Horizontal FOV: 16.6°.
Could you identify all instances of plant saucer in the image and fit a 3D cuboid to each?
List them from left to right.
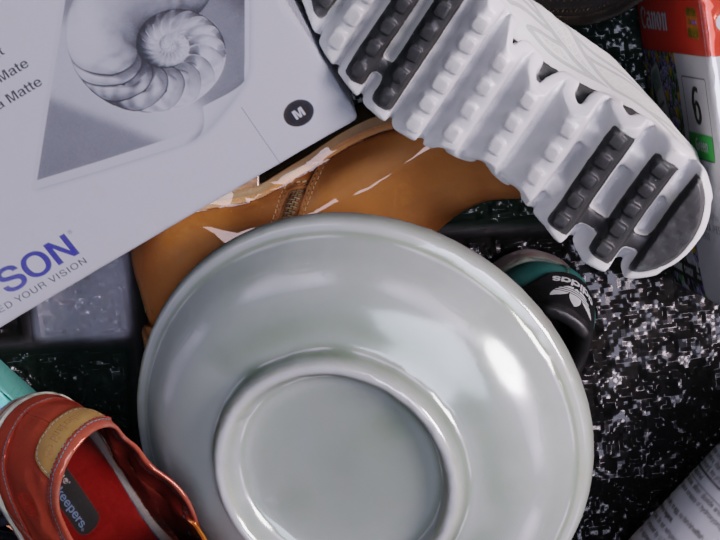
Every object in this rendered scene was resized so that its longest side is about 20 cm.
[{"bbox_3d":[-0.004,0.076,1.027,0.199,0.050,0.201,6,114,12],"label":"plant saucer"}]

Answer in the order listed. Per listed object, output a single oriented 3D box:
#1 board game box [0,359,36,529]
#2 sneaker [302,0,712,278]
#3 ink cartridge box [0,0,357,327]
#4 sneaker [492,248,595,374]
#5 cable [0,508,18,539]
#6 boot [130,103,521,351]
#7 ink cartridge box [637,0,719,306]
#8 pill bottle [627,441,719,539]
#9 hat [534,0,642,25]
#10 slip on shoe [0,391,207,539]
[{"bbox_3d":[-0.175,0.163,1.104,0.152,0.045,0.200,43,96,-7],"label":"board game box"},{"bbox_3d":[0.059,-0.079,0.995,0.200,0.081,0.075,41,114,0],"label":"sneaker"},{"bbox_3d":[-0.130,-0.089,0.967,0.199,0.041,0.200,-30,126,7],"label":"ink cartridge box"},{"bbox_3d":[0.035,0.082,1.079,0.071,0.080,0.200,31,97,-8],"label":"sneaker"},{"bbox_3d":[-0.163,0.188,1.033,0.163,0.051,0.201,26,80,-28],"label":"cable"},{"bbox_3d":[0.000,0.000,1.076,0.199,0.074,0.155,3,101,4],"label":"boot"},{"bbox_3d":[0.155,-0.088,1.041,0.050,0.109,0.201,-10,99,-6],"label":"ink cartridge box"},{"bbox_3d":[0.198,0.114,1.073,0.113,0.113,0.200,42,96,-7],"label":"pill bottle"},{"bbox_3d":[0.058,-0.181,0.992,0.200,0.081,0.201,14,119,28],"label":"hat"},{"bbox_3d":[-0.085,0.135,1.031,0.074,0.061,0.200,-44,115,-28],"label":"slip on shoe"}]
